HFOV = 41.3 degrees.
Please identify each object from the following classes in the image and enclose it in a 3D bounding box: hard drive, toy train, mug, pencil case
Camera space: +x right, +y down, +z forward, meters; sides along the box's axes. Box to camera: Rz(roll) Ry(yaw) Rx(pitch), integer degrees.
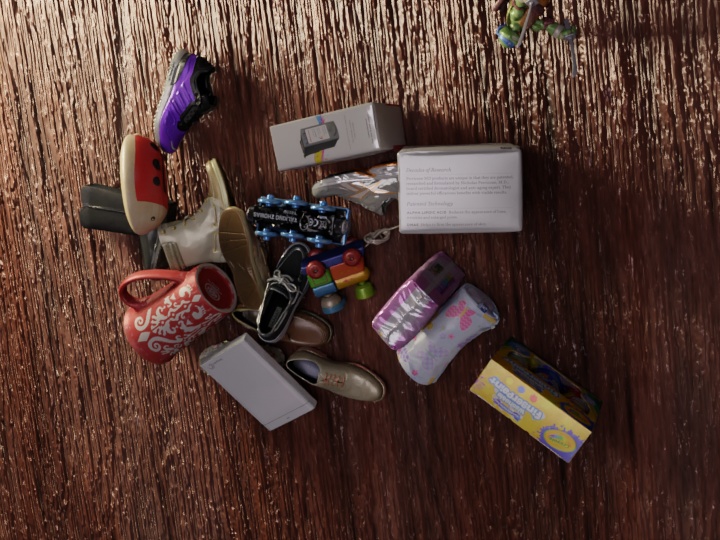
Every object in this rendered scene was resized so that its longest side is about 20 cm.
[{"bbox_3d":[-0.196,0.217,1.837,0.131,0.027,0.200,-30,113,33],"label":"hard drive"},{"bbox_3d":[-0.107,-0.092,1.752,0.198,0.114,0.087,8,95,19],"label":"toy train"},{"bbox_3d":[0.000,0.000,1.757,0.199,0.085,0.116,-19,110,6],"label":"toy train"},{"bbox_3d":[-0.358,0.073,1.838,0.199,0.177,0.134,-31,53,28],"label":"mug"},{"bbox_3d":[0.156,0.115,1.708,0.091,0.083,0.200,39,112,-13],"label":"pencil case"}]

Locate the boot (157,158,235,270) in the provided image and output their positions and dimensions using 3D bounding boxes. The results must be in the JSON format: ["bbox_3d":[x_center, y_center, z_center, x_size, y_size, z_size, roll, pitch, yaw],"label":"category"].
[{"bbox_3d":[-0.316,-0.104,1.831,0.153,0.072,0.202,-10,101,2],"label":"boot"}]

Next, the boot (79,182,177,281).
[{"bbox_3d":[-0.475,-0.079,1.917,0.198,0.066,0.166,12,92,13],"label":"boot"}]

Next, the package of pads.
[{"bbox_3d":[0.101,0.050,1.654,0.076,0.200,0.121,44,115,2],"label":"package of pads"}]

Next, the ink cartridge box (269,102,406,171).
[{"bbox_3d":[-0.036,-0.235,1.682,0.199,0.147,0.086,-10,95,23],"label":"ink cartridge box"}]

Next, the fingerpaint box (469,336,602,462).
[{"bbox_3d":[0.303,0.213,1.624,0.199,0.167,0.074,36,110,12],"label":"fingerpaint box"}]

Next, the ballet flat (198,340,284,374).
[{"bbox_3d":[-0.244,0.178,1.882,0.198,0.064,0.076,-6,99,22],"label":"ballet flat"}]

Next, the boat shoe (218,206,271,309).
[{"bbox_3d":[-0.213,-0.029,1.799,0.071,0.064,0.202,1,113,32],"label":"boat shoe"}]

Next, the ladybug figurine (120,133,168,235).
[{"bbox_3d":[-0.408,-0.168,1.813,0.071,0.136,0.202,-8,79,0],"label":"ladybug figurine"}]

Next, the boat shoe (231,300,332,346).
[{"bbox_3d":[-0.154,0.107,1.831,0.198,0.068,0.073,13,104,18],"label":"boat shoe"}]

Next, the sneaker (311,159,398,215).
[{"bbox_3d":[0.006,-0.140,1.725,0.198,0.076,0.093,-8,101,23],"label":"sneaker"}]

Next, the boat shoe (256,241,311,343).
[{"bbox_3d":[-0.144,0.034,1.775,0.073,0.068,0.200,24,77,11],"label":"boat shoe"}]

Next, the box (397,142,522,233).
[{"bbox_3d":[0.164,-0.139,1.574,0.198,0.199,0.132,-1,100,6],"label":"box"}]

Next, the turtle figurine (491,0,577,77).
[{"bbox_3d":[0.312,-0.426,1.520,0.143,0.200,0.195,22,106,-20],"label":"turtle figurine"}]

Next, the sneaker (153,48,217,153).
[{"bbox_3d":[-0.327,-0.311,1.820,0.099,0.070,0.202,21,107,14],"label":"sneaker"}]

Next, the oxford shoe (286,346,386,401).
[{"bbox_3d":[-0.050,0.207,1.807,0.199,0.074,0.071,17,105,17],"label":"oxford shoe"}]
